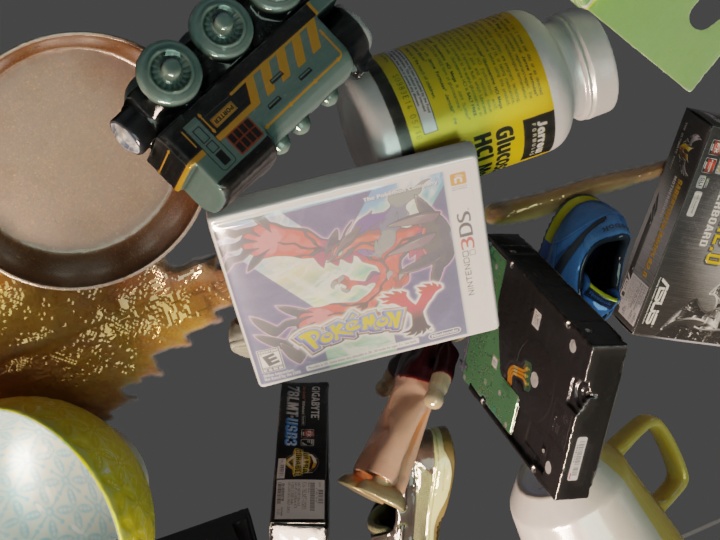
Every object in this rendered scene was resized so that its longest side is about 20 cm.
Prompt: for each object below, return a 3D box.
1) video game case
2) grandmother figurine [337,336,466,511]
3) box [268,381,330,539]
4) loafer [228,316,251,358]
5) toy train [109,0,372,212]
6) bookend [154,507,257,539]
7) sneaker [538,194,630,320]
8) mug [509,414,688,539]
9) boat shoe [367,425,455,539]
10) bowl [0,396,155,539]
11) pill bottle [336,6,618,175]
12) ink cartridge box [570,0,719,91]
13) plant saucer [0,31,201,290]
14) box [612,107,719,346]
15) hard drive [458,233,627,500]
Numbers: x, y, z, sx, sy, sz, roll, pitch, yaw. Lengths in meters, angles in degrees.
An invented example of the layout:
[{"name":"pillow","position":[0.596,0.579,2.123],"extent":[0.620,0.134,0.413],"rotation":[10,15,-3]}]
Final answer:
[{"name":"video game case","position":[0.000,0.000,1.067],"extent":[0.198,0.023,0.183],"rotation":[-13,133,-1]},{"name":"grandmother figurine","position":[0.048,0.096,1.185],"extent":[0.060,0.121,0.201],"rotation":[33,77,-30]},{"name":"box","position":[-0.049,0.227,1.165],"extent":[0.049,0.199,0.202],"rotation":[3,116,0]},{"name":"loafer","position":[-0.014,0.022,1.157],"extent":[0.198,0.070,0.070],"rotation":[-15,161,-1]},{"name":"toy train","position":[-0.080,-0.135,0.995],"extent":[0.114,0.085,0.200],"rotation":[46,68,-3]},{"name":"bookend","position":[-0.154,0.317,1.173],"extent":[0.198,0.199,0.093],"rotation":[-18,119,-11]},{"name":"sneaker","position":[0.178,0.037,1.223],"extent":[0.065,0.079,0.202],"rotation":[8,114,-25]},{"name":"mug","position":[0.216,0.227,1.321],"extent":[0.148,0.187,0.154],"rotation":[-17,117,27]},{"name":"boat shoe","position":[0.037,0.228,1.280],"extent":[0.064,0.073,0.202],"rotation":[6,111,-10]},{"name":"bowl","position":[-0.229,0.179,1.115],"extent":[0.107,0.199,0.202],"rotation":[-32,135,-54]},{"name":"pill bottle","position":[0.090,-0.131,1.082],"extent":[0.198,0.113,0.113],"rotation":[-20,121,-9]},{"name":"ink cartridge box","position":[0.207,-0.250,1.035],"extent":[0.200,0.048,0.146],"rotation":[41,100,14]},{"name":"plant saucer","position":[-0.209,-0.082,1.045],"extent":[0.198,0.035,0.202],"rotation":[-9,118,-17]},{"name":"box","position":[0.328,-0.032,1.259],"extent":[0.157,0.048,0.202],"rotation":[9,113,-23]},{"name":"hard drive","position":[0.143,0.073,1.156],"extent":[0.037,0.200,0.141],"rotation":[0,115,-22]}]
